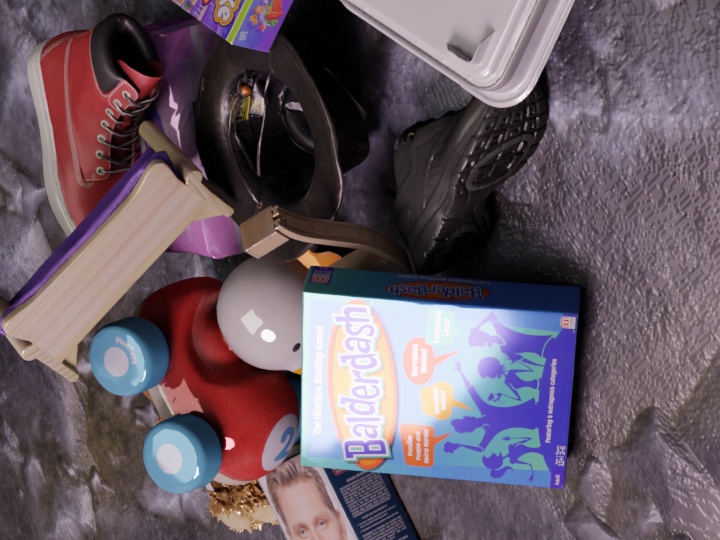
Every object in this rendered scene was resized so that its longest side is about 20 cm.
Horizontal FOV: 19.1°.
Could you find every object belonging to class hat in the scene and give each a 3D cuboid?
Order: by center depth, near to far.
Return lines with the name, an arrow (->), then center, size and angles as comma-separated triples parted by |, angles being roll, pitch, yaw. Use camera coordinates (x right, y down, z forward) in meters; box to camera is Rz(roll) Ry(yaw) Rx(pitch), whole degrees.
hat -> -0.047, -0.104, 1.652 | 0.201, 0.081, 0.201 | 21, 116, 52

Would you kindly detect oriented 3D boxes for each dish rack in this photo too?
dish rack -> 0.061, -0.224, 1.467 | 0.200, 0.044, 0.172 | 38, 115, 33

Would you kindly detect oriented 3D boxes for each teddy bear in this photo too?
teddy bear -> -0.126, 0.145, 1.909 | 0.200, 0.067, 0.145 | 52, 149, 8

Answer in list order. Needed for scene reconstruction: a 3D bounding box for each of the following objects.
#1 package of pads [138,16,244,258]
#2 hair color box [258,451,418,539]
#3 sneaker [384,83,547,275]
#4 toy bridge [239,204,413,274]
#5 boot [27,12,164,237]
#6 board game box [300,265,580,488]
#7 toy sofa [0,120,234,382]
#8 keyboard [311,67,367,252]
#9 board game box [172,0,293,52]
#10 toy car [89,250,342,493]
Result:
package of pads -> -0.154, -0.109, 1.790 | 0.120, 0.076, 0.200 | 3, 110, 49
hair color box -> -0.001, 0.240, 1.802 | 0.100, 0.061, 0.200 | -32, 83, 51
sneaker -> 0.065, -0.084, 1.554 | 0.091, 0.076, 0.200 | 55, 139, 24
toy bridge -> 0.000, 0.000, 1.605 | 0.067, 0.200, 0.027 | -31, 49, 26
boot -> -0.195, -0.102, 1.728 | 0.144, 0.072, 0.200 | -9, 97, 52
board game box -> 0.057, 0.079, 1.574 | 0.200, 0.045, 0.152 | 4, 118, 7
toy sofa -> -0.206, -0.020, 1.674 | 0.200, 0.098, 0.083 | -47, 47, 3
keyboard -> -0.040, -0.073, 1.728 | 0.056, 0.011, 0.200 | 46, 137, 24
board game box -> -0.081, -0.282, 1.580 | 0.134, 0.045, 0.200 | 37, 109, 32
toy car -> -0.077, 0.062, 1.732 | 0.200, 0.184, 0.177 | -34, 82, 31
